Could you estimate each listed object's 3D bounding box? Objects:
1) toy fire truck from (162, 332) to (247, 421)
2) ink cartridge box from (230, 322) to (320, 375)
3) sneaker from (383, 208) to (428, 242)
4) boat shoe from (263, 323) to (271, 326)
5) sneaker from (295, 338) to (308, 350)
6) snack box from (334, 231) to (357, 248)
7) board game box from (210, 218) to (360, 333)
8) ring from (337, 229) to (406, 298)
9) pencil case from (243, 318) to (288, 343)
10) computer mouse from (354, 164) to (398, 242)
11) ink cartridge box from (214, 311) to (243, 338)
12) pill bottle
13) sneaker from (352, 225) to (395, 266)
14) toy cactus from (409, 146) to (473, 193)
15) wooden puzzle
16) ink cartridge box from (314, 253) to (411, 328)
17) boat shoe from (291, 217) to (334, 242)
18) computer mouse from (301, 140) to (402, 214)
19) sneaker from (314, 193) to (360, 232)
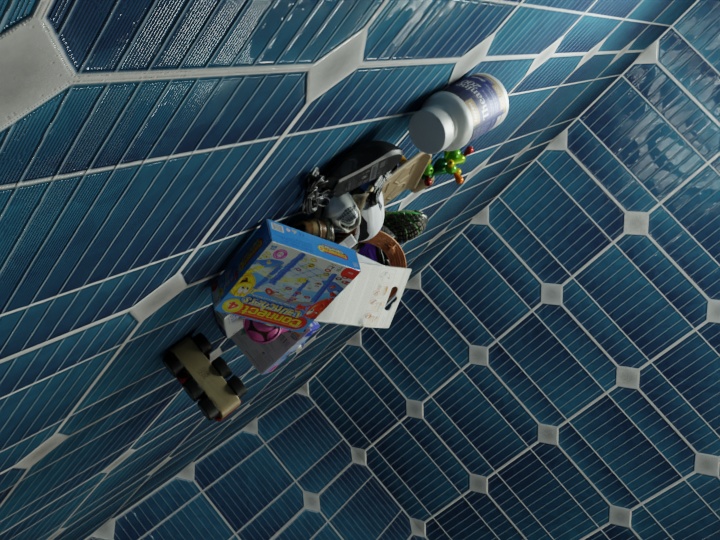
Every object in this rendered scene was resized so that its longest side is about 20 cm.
[{"bbox_3d":[-0.321,0.233,1.649,0.129,0.176,0.200,-38,171,-24],"label":"toy fire truck"},{"bbox_3d":[-0.193,0.130,1.824,0.200,0.136,0.076,-43,173,14],"label":"ink cartridge box"},{"bbox_3d":[0.060,-0.114,1.757,0.200,0.078,0.085,-3,-142,28],"label":"sneaker"},{"bbox_3d":[-0.158,0.053,1.574,0.063,0.073,0.201,-56,170,23],"label":"boat shoe"},{"bbox_3d":[-0.117,0.106,1.942,0.146,0.081,0.200,-23,-151,4],"label":"sneaker"},{"bbox_3d":[-0.074,-0.048,1.549,0.072,0.024,0.200,-40,-163,-14],"label":"snack box"},{"bbox_3d":[-0.136,0.016,1.410,0.200,0.056,0.196,18,129,-35],"label":"board game box"},{"bbox_3d":[0.000,0.000,1.661,0.200,0.200,0.019,-44,-157,18],"label":"ring"},{"bbox_3d":[-0.172,0.100,1.676,0.094,0.091,0.200,-9,-174,19],"label":"pencil case"},{"bbox_3d":[0.030,-0.123,1.527,0.200,0.044,0.110,105,8,-56],"label":"computer mouse"},{"bbox_3d":[-0.219,0.054,1.654,0.200,0.043,0.196,-37,171,-15],"label":"ink cartridge box"},{"bbox_3d":[0.181,-0.289,1.444,0.200,0.111,0.111,-35,169,-40],"label":"pill bottle"},{"bbox_3d":[0.019,-0.007,1.703,0.070,0.099,0.200,-28,140,-73],"label":"sneaker"},{"bbox_3d":[0.188,-0.236,1.871,0.165,0.102,0.200,-35,-175,38],"label":"toy cactus"},{"bbox_3d":[0.046,-0.178,1.659,0.200,0.046,0.185,-33,169,-18],"label":"wooden puzzle"},{"bbox_3d":[-0.010,0.041,1.657,0.200,0.047,0.160,7,118,-24],"label":"ink cartridge box"},{"bbox_3d":[-0.130,-0.046,1.473,0.074,0.076,0.200,4,152,-38],"label":"boat shoe"},{"bbox_3d":[-0.020,-0.178,1.348,0.200,0.053,0.139,-27,167,-16],"label":"computer mouse"},{"bbox_3d":[-0.038,-0.106,1.513,0.076,0.081,0.200,-42,173,-3],"label":"sneaker"}]
